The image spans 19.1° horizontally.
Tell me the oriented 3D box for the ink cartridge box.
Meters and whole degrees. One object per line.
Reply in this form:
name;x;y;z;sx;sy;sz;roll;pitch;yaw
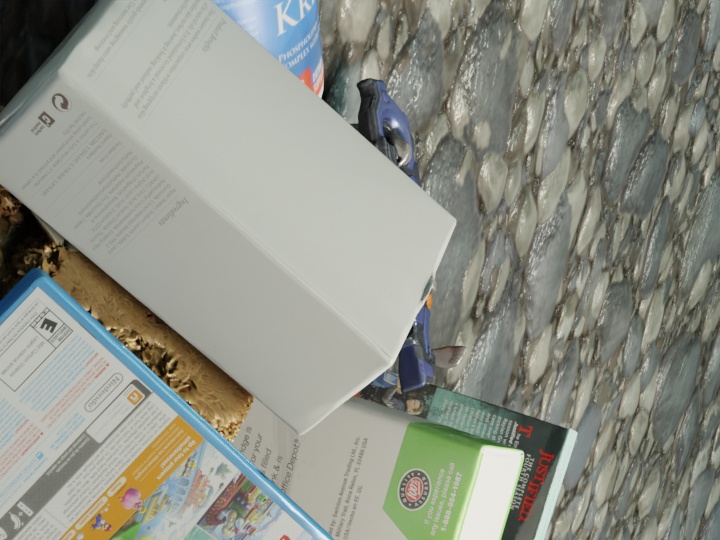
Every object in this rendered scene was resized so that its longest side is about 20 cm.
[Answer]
ink cartridge box;-0.026;0.141;1.217;0.084;0.199;0.147;16;91;-67

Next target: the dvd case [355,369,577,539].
dvd case;0.019;0.137;1.306;0.022;0.199;0.147;28;79;-64

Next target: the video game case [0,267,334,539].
video game case;-0.124;0.115;0.962;0.143;0.018;0.200;-46;114;-1

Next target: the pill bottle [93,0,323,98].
pill bottle;-0.079;-0.164;1.028;0.112;0.112;0.201;-49;145;-41

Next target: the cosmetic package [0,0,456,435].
cosmetic package;-0.062;-0.036;0.976;0.081;0.200;0.113;-37;-165;39

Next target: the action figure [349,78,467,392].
action figure;0.000;0.000;1.298;0.194;0.104;0.201;48;31;-55

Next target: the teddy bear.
teddy bear;-0.138;0.013;0.990;0.199;0.067;0.146;26;56;-28
